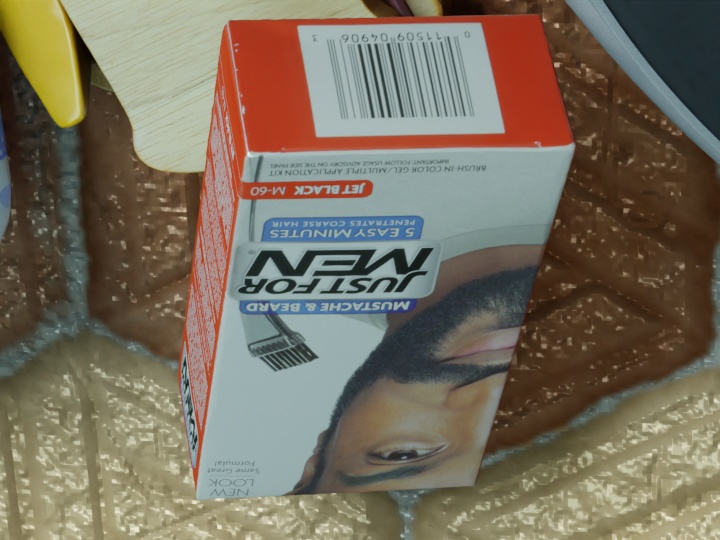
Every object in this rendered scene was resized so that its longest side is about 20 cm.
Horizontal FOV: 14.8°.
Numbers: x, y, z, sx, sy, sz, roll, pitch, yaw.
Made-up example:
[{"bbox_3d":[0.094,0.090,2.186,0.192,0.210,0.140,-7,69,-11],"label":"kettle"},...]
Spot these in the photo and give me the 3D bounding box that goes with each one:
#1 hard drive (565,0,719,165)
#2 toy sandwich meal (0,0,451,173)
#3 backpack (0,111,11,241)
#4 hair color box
[{"bbox_3d":[0.130,-0.113,0.902,0.135,0.042,0.200,-34,129,13],"label":"hard drive"},{"bbox_3d":[-0.069,-0.127,0.965,0.205,0.070,0.205,5,120,8],"label":"toy sandwich meal"},{"bbox_3d":[-0.236,-0.040,0.986,0.200,0.147,0.183,3,121,22],"label":"backpack"},{"bbox_3d":[0.000,0.000,0.972,0.111,0.064,0.200,-2,144,-10],"label":"hair color box"}]
